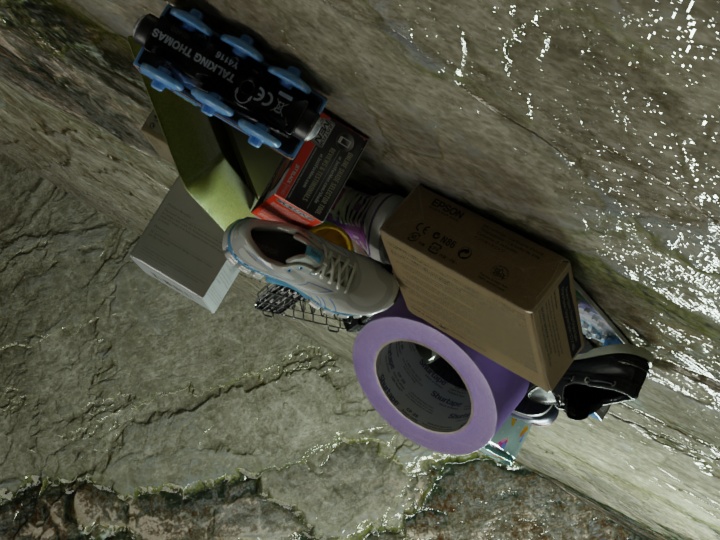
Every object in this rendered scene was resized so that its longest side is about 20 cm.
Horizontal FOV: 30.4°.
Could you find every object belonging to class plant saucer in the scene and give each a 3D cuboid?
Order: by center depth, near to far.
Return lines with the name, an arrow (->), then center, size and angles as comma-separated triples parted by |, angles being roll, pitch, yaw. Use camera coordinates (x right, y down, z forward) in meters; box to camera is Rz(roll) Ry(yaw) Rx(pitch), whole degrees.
plant saucer -> -0.176, -0.150, 1.481 | 0.200, 0.048, 0.201 | 55, -169, -69

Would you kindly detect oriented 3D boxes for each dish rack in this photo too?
dish rack -> -0.038, 0.027, 1.781 | 0.199, 0.055, 0.153 | 14, 146, -35

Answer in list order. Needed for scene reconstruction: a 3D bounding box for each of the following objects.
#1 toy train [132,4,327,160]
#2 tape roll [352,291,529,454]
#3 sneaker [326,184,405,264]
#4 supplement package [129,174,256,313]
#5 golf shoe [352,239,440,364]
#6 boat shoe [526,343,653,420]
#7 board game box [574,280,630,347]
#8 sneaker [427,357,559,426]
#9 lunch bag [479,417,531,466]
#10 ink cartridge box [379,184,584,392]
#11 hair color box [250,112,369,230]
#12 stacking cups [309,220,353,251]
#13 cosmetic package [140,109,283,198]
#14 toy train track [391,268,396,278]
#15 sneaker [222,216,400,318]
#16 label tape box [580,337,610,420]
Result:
toy train -> -0.126, -0.182, 1.274 | 0.199, 0.087, 0.114 | 30, 180, -2
tape roll -> 0.095, 0.114, 1.572 | 0.199, 0.085, 0.201 | 23, 136, 24
sneaker -> -0.003, -0.064, 1.530 | 0.114, 0.073, 0.201 | 34, 172, 6
supplement package -> -0.195, -0.065, 1.747 | 0.117, 0.201, 0.117 | 30, 171, 8
golf shoe -> 0.039, 0.032, 1.661 | 0.200, 0.088, 0.077 | 54, -148, 1
boat shoe -> 0.254, 0.138, 1.518 | 0.074, 0.066, 0.199 | 28, 152, -29
board game box -> 0.194, 0.030, 1.513 | 0.199, 0.026, 0.200 | 24, 169, 41
sneaker -> 0.163, 0.143, 1.683 | 0.199, 0.070, 0.082 | 30, 168, 31
lunch bag -> 0.165, 0.154, 1.813 | 0.122, 0.171, 0.200 | 22, 172, 39
ink cartridge box -> 0.130, 0.019, 1.393 | 0.199, 0.075, 0.165 | 29, 159, 29
hair color box -> -0.058, -0.098, 1.419 | 0.061, 0.102, 0.200 | 30, 171, -9
stacking cups -> -0.052, -0.032, 1.559 | 0.060, 0.061, 0.200 | 33, 180, -11
cosmetic package -> -0.162, -0.141, 1.642 | 0.199, 0.073, 0.104 | 30, 171, 14
toy train track -> 0.000, 0.000, 1.585 | 0.114, 0.033, 0.200 | 27, 166, -33
sneaker -> -0.048, -0.004, 1.406 | 0.199, 0.075, 0.087 | 19, 168, -12
label tape box -> 0.224, 0.098, 1.663 | 0.144, 0.063, 0.200 | 24, 167, 43
